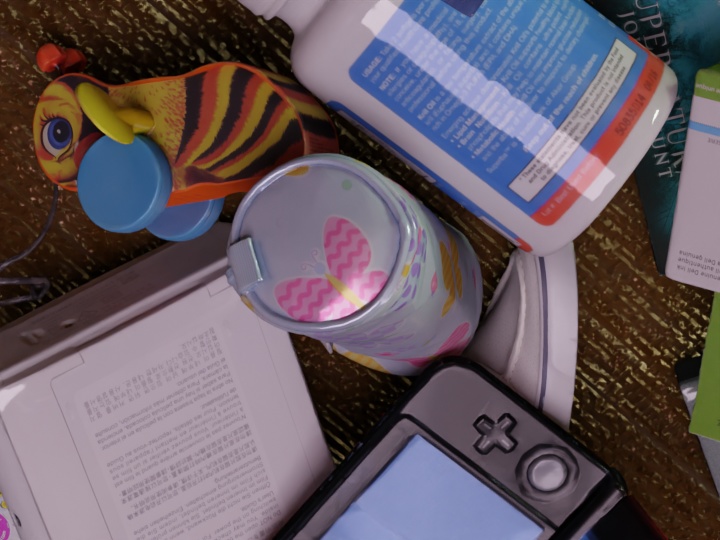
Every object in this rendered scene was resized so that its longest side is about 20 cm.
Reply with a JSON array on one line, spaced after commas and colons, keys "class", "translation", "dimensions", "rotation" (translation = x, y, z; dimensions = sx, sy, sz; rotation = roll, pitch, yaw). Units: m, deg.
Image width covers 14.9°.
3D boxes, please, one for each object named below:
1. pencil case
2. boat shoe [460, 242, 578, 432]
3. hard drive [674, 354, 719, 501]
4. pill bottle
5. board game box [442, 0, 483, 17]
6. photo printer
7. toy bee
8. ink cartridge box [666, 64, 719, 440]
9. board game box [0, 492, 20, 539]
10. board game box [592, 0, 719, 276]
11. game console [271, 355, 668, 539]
[{"class": "pencil case", "translation": [0.000, 0.000, 1.296], "dimensions": [0.091, 0.200, 0.083], "rotation": [-2, 82, 11]}, {"class": "boat shoe", "translation": [0.068, 0.064, 1.405], "dimensions": [0.070, 0.071, 0.200], "rotation": [2, 124, -7]}, {"class": "hard drive", "translation": [0.278, 0.079, 1.438], "dimensions": [0.200, 0.033, 0.140], "rotation": [-19, 117, 8]}, {"class": "pill bottle", "translation": [0.038, -0.106, 1.279], "dimensions": [0.200, 0.112, 0.112], "rotation": [37, 111, -8]}, {"class": "board game box", "translation": [-0.006, -0.192, 1.188], "dimensions": [0.135, 0.200, 0.035], "rotation": [29, 112, -16]}, {"class": "photo printer", "translation": [-0.097, 0.097, 1.384], "dimensions": [0.166, 0.069, 0.200], "rotation": [-28, 119, -18]}, {"class": "toy bee", "translation": [-0.114, -0.065, 1.301], "dimensions": [0.200, 0.131, 0.109], "rotation": [-16, 79, 4]}, {"class": "ink cartridge box", "translation": [0.222, 0.012, 1.285], "dimensions": [0.148, 0.076, 0.200], "rotation": [16, 110, 25]}, {"class": "board game box", "translation": [-0.288, 0.097, 1.411], "dimensions": [0.200, 0.056, 0.196], "rotation": [-31, 115, 13]}, {"class": "board game box", "translation": [0.189, -0.103, 1.341], "dimensions": [0.135, 0.028, 0.200], "rotation": [-14, 118, 6]}, {"class": "game console", "translation": [0.048, 0.175, 1.333], "dimensions": [0.172, 0.119, 0.200], "rotation": [38, 103, -16]}]
